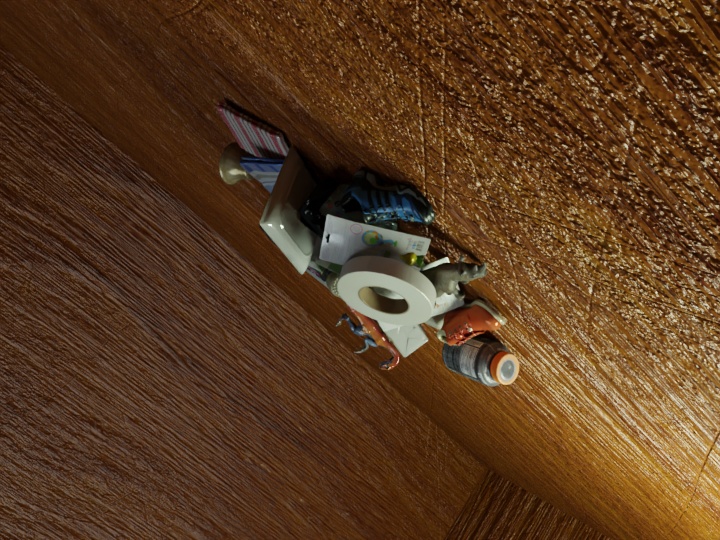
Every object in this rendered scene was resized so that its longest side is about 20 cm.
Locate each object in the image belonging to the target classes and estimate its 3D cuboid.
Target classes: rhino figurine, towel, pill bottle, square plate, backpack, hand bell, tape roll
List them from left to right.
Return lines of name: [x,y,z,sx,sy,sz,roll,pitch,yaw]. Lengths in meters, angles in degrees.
towel: [-0.223,-0.295,1.293,0.197,0.030,0.147,30,165,23]
hand bell: [-0.240,-0.246,1.423,0.196,0.106,0.105,17,159,25]
towel: [-0.177,-0.201,1.346,0.144,0.024,0.200,10,162,28]
square plate: [-0.131,-0.128,1.256,0.028,0.202,0.201,5,152,26]
backpack: [-0.023,-0.096,1.187,0.199,0.128,0.167,39,179,-9]
tape roll: [0.049,0.043,1.123,0.197,0.038,0.204,14,151,8]
rhino figurine: [0.168,0.018,1.112,0.086,0.061,0.198,25,150,-27]
pill bottle: [0.294,0.217,1.404,0.106,0.107,0.199,44,166,-24]

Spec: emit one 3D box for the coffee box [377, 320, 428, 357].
coffee box: [0.098,0.123,1.500,0.115,0.079,0.200,53,-174,-15]

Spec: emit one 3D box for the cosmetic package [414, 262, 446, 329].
cosmetic package: [0.130,0.041,1.343,0.103,0.074,0.201,21,157,51]

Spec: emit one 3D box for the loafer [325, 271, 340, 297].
loafer: [0.000,0.000,1.339,0.068,0.196,0.078,22,123,51]

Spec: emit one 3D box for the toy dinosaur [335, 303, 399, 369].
toy dinosaur: [0.024,0.166,1.445,0.180,0.105,0.201,39,169,19]

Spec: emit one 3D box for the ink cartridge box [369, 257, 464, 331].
ink cartridge box: [0.110,0.042,1.240,0.048,0.195,0.161,-98,-16,-45]

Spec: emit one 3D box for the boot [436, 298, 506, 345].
boot: [0.237,0.122,1.253,0.075,0.108,0.199,42,165,-12]

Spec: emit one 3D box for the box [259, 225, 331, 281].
box: [-0.138,-0.091,1.496,0.198,0.133,0.115,35,170,16]

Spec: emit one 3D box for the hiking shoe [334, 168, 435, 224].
hiking shoe: [0.047,-0.110,1.032,0.198,0.087,0.075,27,163,40]

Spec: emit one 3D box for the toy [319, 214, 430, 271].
toy: [0.027,-0.051,1.096,0.195,0.048,0.117,16,134,0]

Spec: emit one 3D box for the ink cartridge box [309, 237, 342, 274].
ink cartridge box: [-0.058,-0.064,1.341,0.198,0.147,0.048,25,162,43]

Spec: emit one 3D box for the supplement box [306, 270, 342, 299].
supplement box: [-0.065,0.002,1.671,0.198,0.102,0.104,36,166,10]
